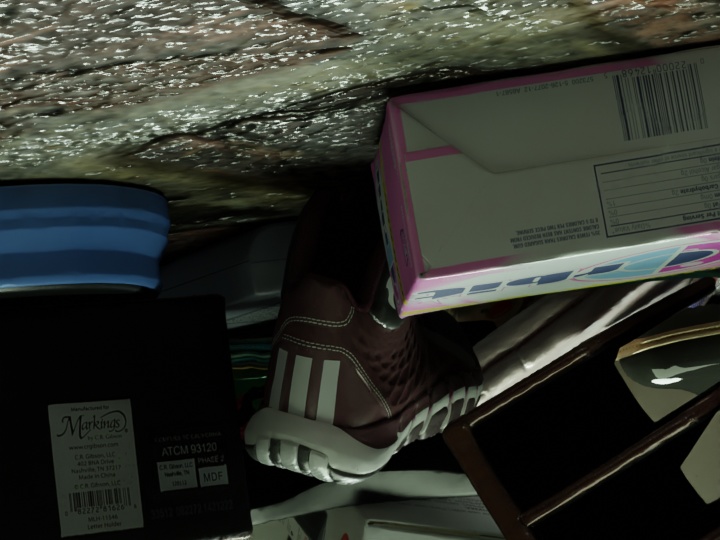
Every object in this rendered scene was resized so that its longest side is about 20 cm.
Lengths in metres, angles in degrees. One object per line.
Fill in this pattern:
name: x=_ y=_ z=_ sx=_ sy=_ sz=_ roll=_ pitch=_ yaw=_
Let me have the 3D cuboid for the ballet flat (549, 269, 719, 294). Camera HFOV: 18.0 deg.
ballet flat: x=0.129 y=-0.026 z=0.955 sx=0.199 sy=0.068 sz=0.070 roll=-4 pitch=173 yaw=15

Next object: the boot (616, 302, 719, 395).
boot: x=0.221 y=0.090 z=1.166 sx=0.199 sy=0.139 sz=0.077 roll=3 pitch=167 yaw=-27

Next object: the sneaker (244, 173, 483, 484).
sneaker: x=0.013 y=0.011 z=0.976 sx=0.075 sy=0.116 sz=0.200 roll=11 pitch=-165 yaw=13

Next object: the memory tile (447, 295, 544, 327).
memory tile: x=0.095 y=0.056 z=1.319 sx=0.152 sy=0.017 sz=0.201 roll=-11 pitch=144 yaw=-28

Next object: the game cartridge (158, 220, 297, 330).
game cartridge: x=0.000 y=0.000 z=1.118 sx=0.199 sy=0.042 sz=0.133 roll=-3 pitch=167 yaw=-38

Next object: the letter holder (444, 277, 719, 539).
letter holder: x=0.148 y=0.058 z=0.983 sx=0.142 sy=0.101 sz=0.200 roll=-35 pitch=173 yaw=23

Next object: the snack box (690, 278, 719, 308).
snack box: x=0.209 y=0.008 z=1.169 sx=0.071 sy=0.025 sz=0.200 roll=-5 pitch=169 yaw=1

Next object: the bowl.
bowl: x=-0.174 y=0.005 z=0.918 sx=0.199 sy=0.040 sz=0.201 roll=-9 pitch=173 yaw=-1

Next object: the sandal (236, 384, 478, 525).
sandal: x=-0.013 y=0.074 z=1.025 sx=0.198 sy=0.045 sz=0.075 roll=-4 pitch=-149 yaw=-8

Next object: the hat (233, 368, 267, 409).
hat: x=-0.056 y=0.134 z=1.263 sx=0.199 sy=0.178 sz=0.166 roll=-1 pitch=-177 yaw=18

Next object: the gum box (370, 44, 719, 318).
gum box: x=0.108 y=-0.035 z=0.834 sx=0.198 sy=0.067 sz=0.114 roll=-9 pitch=172 yaw=-3

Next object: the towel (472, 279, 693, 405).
towel: x=0.116 y=0.025 z=1.189 sx=0.191 sy=0.032 sz=0.200 roll=-36 pitch=169 yaw=7

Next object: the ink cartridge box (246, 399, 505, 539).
ink cartridge box: x=-0.002 y=0.159 z=1.118 sx=0.083 sy=0.145 sz=0.200 roll=8 pitch=-168 yaw=-19

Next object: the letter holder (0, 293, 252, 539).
letter holder: x=-0.168 y=0.074 z=0.912 sx=0.199 sy=0.101 sz=0.142 roll=-3 pitch=173 yaw=-41

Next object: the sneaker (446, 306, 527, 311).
sneaker: x=0.075 y=0.034 z=1.407 sx=0.115 sy=0.079 sz=0.199 roll=-4 pitch=165 yaw=37

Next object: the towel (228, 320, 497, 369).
towel: x=-0.045 y=0.036 z=1.202 sx=0.199 sy=0.022 sz=0.146 roll=0 pitch=-176 yaw=30

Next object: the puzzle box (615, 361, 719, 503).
puzzle box: x=0.204 y=0.068 z=1.279 sx=0.199 sy=0.134 sz=0.025 roll=-29 pitch=153 yaw=2
